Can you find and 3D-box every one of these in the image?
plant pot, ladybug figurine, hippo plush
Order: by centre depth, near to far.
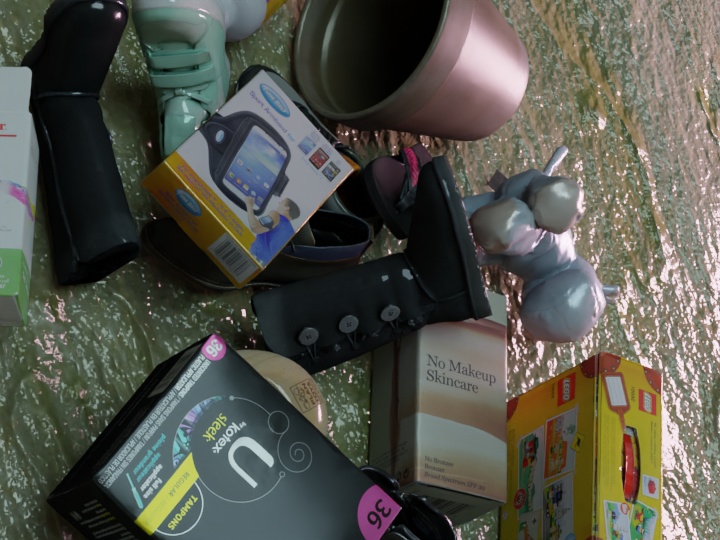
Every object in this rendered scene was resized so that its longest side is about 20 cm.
[{"bbox_3d":[-0.112,0.142,1.467,0.199,0.072,0.136,-26,85,-38],"label":"ladybug figurine"},{"bbox_3d":[0.063,-0.208,1.691,0.173,0.199,0.201,24,56,-43],"label":"plant pot"},{"bbox_3d":[0.156,-0.004,1.698,0.200,0.159,0.162,-79,148,-76],"label":"hippo plush"}]

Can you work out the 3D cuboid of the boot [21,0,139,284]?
[{"bbox_3d":[-0.219,-0.106,1.443,0.065,0.165,0.201,-2,69,-26],"label":"boot"}]

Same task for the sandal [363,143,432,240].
[{"bbox_3d":[0.052,-0.085,1.644,0.075,0.045,0.200,61,23,-7],"label":"sandal"}]

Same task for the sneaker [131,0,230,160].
[{"bbox_3d":[-0.149,-0.156,1.518,0.073,0.201,0.119,-2,71,8],"label":"sneaker"}]

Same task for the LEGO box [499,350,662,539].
[{"bbox_3d":[0.198,0.195,1.602,0.077,0.149,0.201,20,59,-25],"label":"LEGO box"}]

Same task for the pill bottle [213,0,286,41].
[{"bbox_3d":[-0.110,-0.281,1.643,0.104,0.104,0.200,46,52,-8],"label":"pill bottle"}]

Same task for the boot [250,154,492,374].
[{"bbox_3d":[0.000,0.001,1.507,0.066,0.199,0.165,-101,175,-58],"label":"boot"}]

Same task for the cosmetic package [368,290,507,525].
[{"bbox_3d":[0.071,0.116,1.592,0.103,0.087,0.201,14,61,-26],"label":"cosmetic package"}]

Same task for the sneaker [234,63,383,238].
[{"bbox_3d":[-0.041,-0.108,1.626,0.074,0.079,0.201,-33,88,-37],"label":"sneaker"}]

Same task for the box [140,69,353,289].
[{"bbox_3d":[-0.086,-0.085,1.485,0.119,0.041,0.200,47,42,-7],"label":"box"}]

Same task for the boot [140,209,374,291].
[{"bbox_3d":[-0.085,-0.030,1.541,0.199,0.097,0.075,14,47,-30],"label":"boot"}]

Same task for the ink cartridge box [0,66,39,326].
[{"bbox_3d":[-0.316,-0.060,1.399,0.116,0.067,0.201,1,66,-3],"label":"ink cartridge box"}]

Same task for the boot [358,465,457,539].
[{"bbox_3d":[0.044,0.247,1.485,0.200,0.132,0.070,33,54,-17],"label":"boot"}]

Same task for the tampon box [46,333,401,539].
[{"bbox_3d":[-0.102,0.176,1.335,0.200,0.126,0.150,43,64,-10],"label":"tampon box"}]
